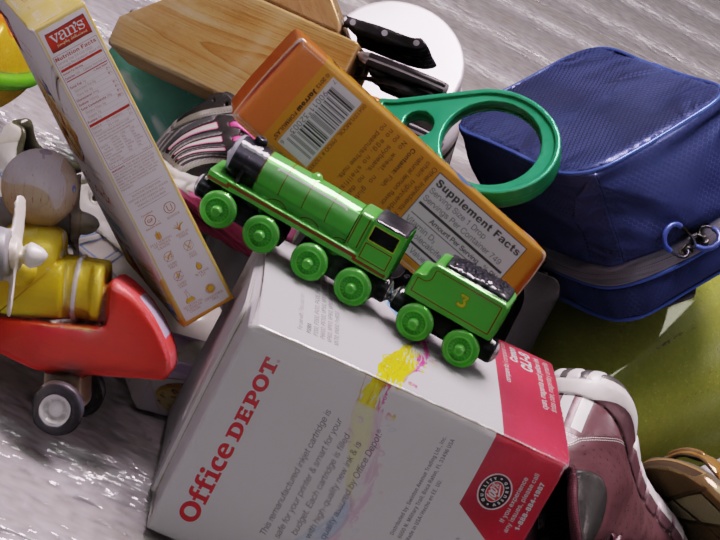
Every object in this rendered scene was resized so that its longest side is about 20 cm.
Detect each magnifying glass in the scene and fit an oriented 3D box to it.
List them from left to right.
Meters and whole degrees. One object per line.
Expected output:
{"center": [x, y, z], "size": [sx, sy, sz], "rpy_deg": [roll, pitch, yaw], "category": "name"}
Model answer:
{"center": [0.029, -0.090, 1.589], "size": [0.199, 0.022, 0.080], "rpy_deg": [17, 60, 14], "category": "magnifying glass"}

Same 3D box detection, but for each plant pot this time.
{"center": [0.176, 0.073, 1.735], "size": [0.187, 0.188, 0.200], "rpy_deg": [36, 34, 18], "category": "plant pot"}

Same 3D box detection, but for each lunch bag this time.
{"center": [0.170, -0.049, 1.662], "size": [0.135, 0.133, 0.200], "rpy_deg": [-28, 27, -17], "category": "lunch bag"}

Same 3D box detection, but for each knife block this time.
{"center": [-0.044, -0.112, 1.654], "size": [0.064, 0.199, 0.176], "rpy_deg": [49, 22, -78], "category": "knife block"}

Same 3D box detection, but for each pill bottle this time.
{"center": [0.012, -0.099, 1.811], "size": [0.113, 0.200, 0.114], "rpy_deg": [3, 62, -6], "category": "pill bottle"}

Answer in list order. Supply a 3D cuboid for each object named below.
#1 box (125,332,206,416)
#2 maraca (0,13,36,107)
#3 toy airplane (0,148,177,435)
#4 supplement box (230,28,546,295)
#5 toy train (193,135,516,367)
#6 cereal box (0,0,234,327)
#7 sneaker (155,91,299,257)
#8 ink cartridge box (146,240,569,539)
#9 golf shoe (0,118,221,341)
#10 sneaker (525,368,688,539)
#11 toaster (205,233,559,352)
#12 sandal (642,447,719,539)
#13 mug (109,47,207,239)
{"center": [-0.051, 0.083, 1.591], "size": [0.199, 0.042, 0.039], "rpy_deg": [18, 24, -29], "category": "box"}
{"center": [-0.307, -0.164, 1.731], "size": [0.199, 0.107, 0.137], "rpy_deg": [11, 20, -38], "category": "maraca"}
{"center": [-0.214, -0.010, 1.455], "size": [0.199, 0.142, 0.200], "rpy_deg": [18, 12, -42], "category": "toy airplane"}
{"center": [0.016, -0.054, 1.512], "size": [0.200, 0.069, 0.067], "rpy_deg": [43, 5, -10], "category": "supplement box"}
{"center": [-0.002, -0.013, 1.446], "size": [0.199, 0.057, 0.042], "rpy_deg": [30, 20, 4], "category": "toy train"}
{"center": [-0.148, -0.077, 1.480], "size": [0.201, 0.039, 0.144], "rpy_deg": [64, -9, -23], "category": "cereal box"}
{"center": [-0.078, -0.067, 1.575], "size": [0.074, 0.088, 0.200], "rpy_deg": [42, -9, -24], "category": "sneaker"}
{"center": [-0.004, 0.098, 1.471], "size": [0.199, 0.146, 0.145], "rpy_deg": [25, 21, -10], "category": "ink cartridge box"}
{"center": [-0.162, -0.019, 1.607], "size": [0.199, 0.097, 0.078], "rpy_deg": [29, 20, -3], "category": "golf shoe"}
{"center": [0.137, 0.166, 1.547], "size": [0.075, 0.201, 0.116], "rpy_deg": [-2, 39, 31], "category": "sneaker"}
{"center": [0.000, 0.000, 1.672], "size": [0.180, 0.119, 0.200], "rpy_deg": [21, 7, -33], "category": "toaster"}
{"center": [0.215, 0.147, 1.639], "size": [0.080, 0.054, 0.200], "rpy_deg": [46, -9, 8], "category": "sandal"}
{"center": [-0.107, -0.094, 1.772], "size": [0.114, 0.152, 0.185], "rpy_deg": [-27, 65, -18], "category": "mug"}
